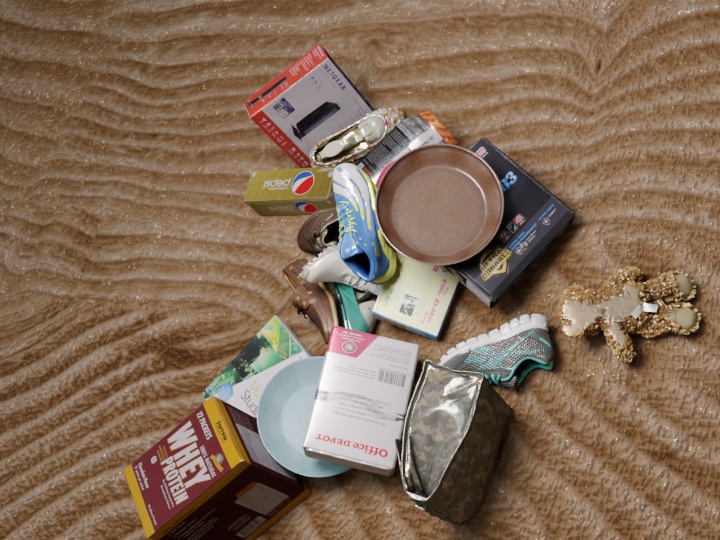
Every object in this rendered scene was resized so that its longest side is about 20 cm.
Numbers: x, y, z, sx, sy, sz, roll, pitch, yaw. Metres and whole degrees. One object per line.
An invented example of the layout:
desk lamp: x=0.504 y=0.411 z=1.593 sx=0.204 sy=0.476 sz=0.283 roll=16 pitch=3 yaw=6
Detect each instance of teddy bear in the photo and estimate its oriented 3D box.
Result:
teddy bear: x=0.391 y=0.060 z=1.397 sx=0.199 sy=0.067 sz=0.146 roll=-24 pitch=64 yaw=11

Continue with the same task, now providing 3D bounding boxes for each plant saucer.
plant saucer: x=-0.068 y=0.240 z=1.560 sx=0.199 sy=0.039 sz=0.203 roll=1 pitch=64 yaw=-3
plant saucer: x=0.122 y=-0.098 z=1.490 sx=0.198 sy=0.037 sz=0.202 roll=-2 pitch=71 yaw=5

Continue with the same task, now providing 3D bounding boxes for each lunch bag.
lunch bag: x=0.127 y=0.256 z=1.383 sx=0.117 sy=0.164 sz=0.201 roll=10 pitch=70 yaw=29

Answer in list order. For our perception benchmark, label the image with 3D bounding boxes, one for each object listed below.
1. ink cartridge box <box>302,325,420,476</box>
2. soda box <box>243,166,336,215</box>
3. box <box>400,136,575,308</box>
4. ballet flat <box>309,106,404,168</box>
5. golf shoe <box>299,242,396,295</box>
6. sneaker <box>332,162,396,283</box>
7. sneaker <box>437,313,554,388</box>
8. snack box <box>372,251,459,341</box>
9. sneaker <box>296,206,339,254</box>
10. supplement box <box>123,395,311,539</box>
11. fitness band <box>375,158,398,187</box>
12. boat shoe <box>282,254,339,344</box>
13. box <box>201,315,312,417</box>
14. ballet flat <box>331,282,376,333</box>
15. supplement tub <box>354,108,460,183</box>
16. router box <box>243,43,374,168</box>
ink cartridge box: x=0.002 y=0.206 z=1.504 sx=0.143 sy=0.084 sz=0.202 roll=13 pitch=69 yaw=3
soda box: x=-0.121 y=-0.149 z=1.821 sx=0.199 sy=0.064 sz=0.068 roll=0 pitch=65 yaw=32
box: x=0.200 y=-0.078 z=1.521 sx=0.198 sy=0.050 sz=0.200 roll=43 pitch=79 yaw=14
ballet flat: x=-0.008 y=-0.241 z=1.789 sx=0.199 sy=0.064 sz=0.076 roll=-30 pitch=86 yaw=10
golf shoe: x=0.000 y=0.000 z=1.610 sx=0.199 sy=0.078 sz=0.098 roll=-16 pitch=69 yaw=-20
sneaker: x=-0.002 y=-0.071 z=1.517 sx=0.075 sy=0.105 sz=0.201 roll=-22 pitch=95 yaw=24
sneaker: x=0.205 y=0.143 z=1.457 sx=0.199 sy=0.078 sz=0.092 roll=-29 pitch=57 yaw=18
snack box: x=0.109 y=0.002 z=1.585 sx=0.115 sy=0.037 sz=0.201 roll=20 pitch=76 yaw=11
sneaker: x=-0.061 y=-0.067 z=1.659 sx=0.199 sy=0.071 sz=0.075 roll=-25 pitch=12 yaw=48
supplement box: x=-0.227 y=0.339 z=1.538 sx=0.197 sy=0.200 sz=0.133 roll=-40 pitch=51 yaw=7
fitness band: x=0.120 y=-0.114 z=1.581 sx=0.198 sy=0.037 sz=0.145 roll=11 pitch=74 yaw=6
boat shoe: x=-0.084 y=0.057 z=1.671 sx=0.067 sy=0.072 sz=0.201 roll=-14 pitch=47 yaw=-12
box: x=-0.175 y=0.196 z=1.689 sx=0.200 sy=0.036 sz=0.144 roll=-46 pitch=51 yaw=2
ballet flat: x=-0.006 y=0.054 z=1.642 sx=0.070 sy=0.067 sz=0.201 roll=-22 pitch=56 yaw=4
supplement tub: x=0.072 y=-0.179 z=1.679 sx=0.200 sy=0.122 sz=0.123 roll=-43 pitch=51 yaw=6
router box: x=-0.089 y=-0.297 z=1.792 sx=0.179 sy=0.200 sz=0.049 roll=-36 pitch=51 yaw=11
